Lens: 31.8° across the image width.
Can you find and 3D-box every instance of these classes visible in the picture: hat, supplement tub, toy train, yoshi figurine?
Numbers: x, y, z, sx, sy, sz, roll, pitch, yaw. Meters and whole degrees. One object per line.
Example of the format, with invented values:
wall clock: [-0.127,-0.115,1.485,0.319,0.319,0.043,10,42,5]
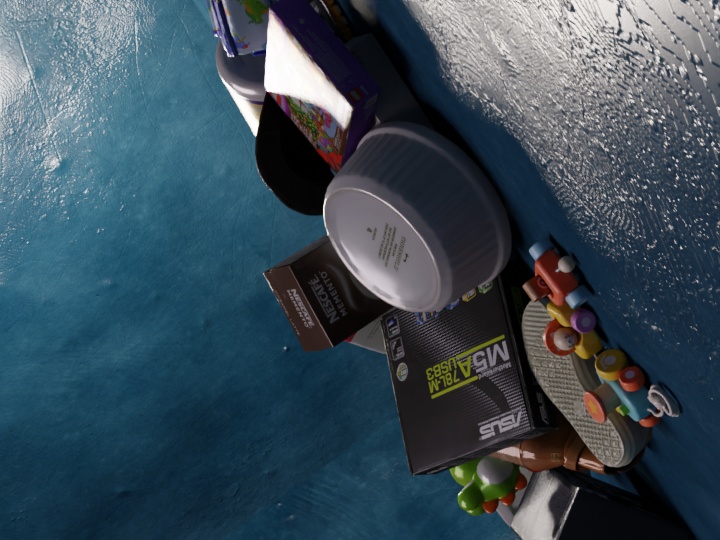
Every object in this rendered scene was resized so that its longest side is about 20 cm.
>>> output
hat: [-0.069,-0.162,1.525,0.081,0.201,0.201,3,135,47]
supplement tub: [-0.093,-0.241,1.656,0.145,0.145,0.200,54,176,28]
toy train: [0.209,0.070,1.180,0.200,0.056,0.150,55,177,11]
yoshi figurine: [0.186,0.215,1.599,0.112,0.200,0.112,45,179,-10]

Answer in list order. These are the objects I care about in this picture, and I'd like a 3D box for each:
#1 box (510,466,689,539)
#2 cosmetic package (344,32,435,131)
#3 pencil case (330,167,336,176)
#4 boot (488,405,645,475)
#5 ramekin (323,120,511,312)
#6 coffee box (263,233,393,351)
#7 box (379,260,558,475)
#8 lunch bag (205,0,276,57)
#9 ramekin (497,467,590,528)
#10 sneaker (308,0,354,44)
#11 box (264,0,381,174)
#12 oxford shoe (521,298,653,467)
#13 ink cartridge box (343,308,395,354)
box: [0.290,0.321,1.566,0.148,0.107,0.200,22,180,-6]
cosmetic package: [0.040,-0.158,1.362,0.200,0.051,0.083,56,171,-13]
pencil case: [0.056,-0.081,1.466,0.200,0.092,0.085,46,-153,7]
boot: [0.252,0.177,1.432,0.155,0.200,0.077,5,100,37]
ramekin: [0.049,-0.047,1.308,0.202,0.094,0.202,34,148,25]
coffee box: [0.000,0.000,1.528,0.114,0.200,0.080,61,152,-9]
box: [0.115,0.111,1.409,0.047,0.200,0.193,8,-116,-40]
lunch bag: [-0.143,-0.338,1.479,0.200,0.082,0.161,-105,0,-66]
ramekin: [0.241,0.267,1.761,0.202,0.094,0.202,46,-156,-27]
sneaker: [-0.047,-0.256,1.438,0.200,0.077,0.078,57,178,-12]
box: [-0.044,-0.193,1.342,0.137,0.039,0.200,51,166,9]
oxford shoe: [0.229,0.111,1.290,0.200,0.058,0.075,58,143,30]
ink cartridge box: [0.047,0.033,1.715,0.200,0.145,0.084,20,-161,-34]
